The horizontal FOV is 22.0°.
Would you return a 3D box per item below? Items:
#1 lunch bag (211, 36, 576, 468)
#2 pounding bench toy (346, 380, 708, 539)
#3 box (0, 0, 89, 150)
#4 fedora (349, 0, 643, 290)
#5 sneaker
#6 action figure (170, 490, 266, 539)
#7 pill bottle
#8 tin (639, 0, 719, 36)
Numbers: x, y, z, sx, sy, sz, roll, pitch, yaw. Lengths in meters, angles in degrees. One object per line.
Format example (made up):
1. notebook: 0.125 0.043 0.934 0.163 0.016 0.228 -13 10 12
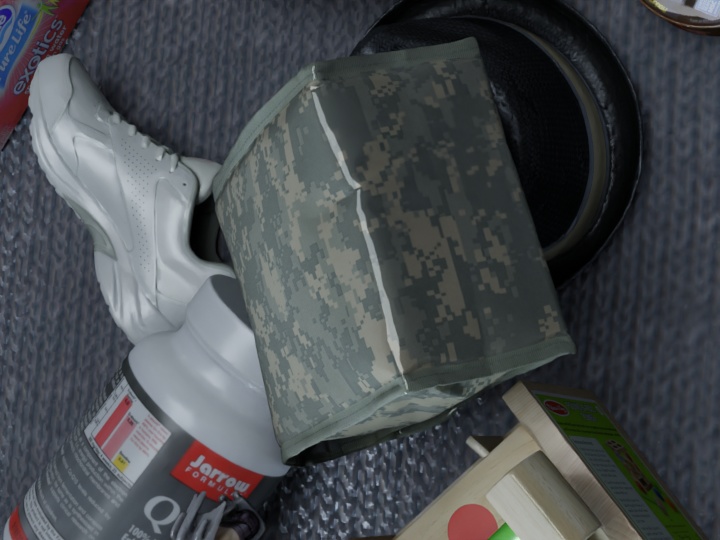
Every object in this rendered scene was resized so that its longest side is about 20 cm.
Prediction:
1. lunch bag: 0.000 0.000 0.933 0.200 0.117 0.165 -33 71 59
2. pounding bench toy: 0.069 0.154 0.936 0.156 0.200 0.125 -43 69 14
3. box: -0.253 -0.167 1.181 0.099 0.095 0.201 37 100 23
4. fedora: 0.055 -0.079 1.027 0.199 0.091 0.203 -3 83 24
5. sneaker: -0.130 -0.053 1.131 0.099 0.078 0.201 -30 82 12
6. action figure: -0.062 0.193 0.994 0.069 0.199 0.131 22 85 52
7. pill bottle: -0.108 0.109 1.071 0.116 0.116 0.201 42 102 23
8. tin: 0.213 -0.225 1.003 0.111 0.042 0.201 26 95 21
